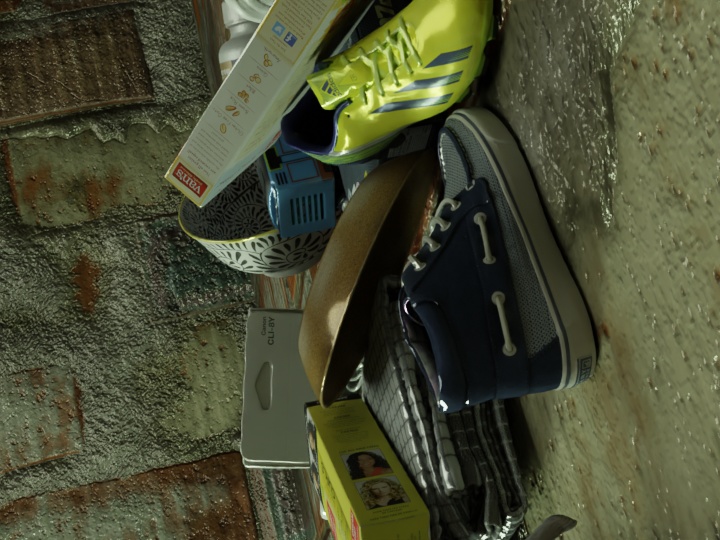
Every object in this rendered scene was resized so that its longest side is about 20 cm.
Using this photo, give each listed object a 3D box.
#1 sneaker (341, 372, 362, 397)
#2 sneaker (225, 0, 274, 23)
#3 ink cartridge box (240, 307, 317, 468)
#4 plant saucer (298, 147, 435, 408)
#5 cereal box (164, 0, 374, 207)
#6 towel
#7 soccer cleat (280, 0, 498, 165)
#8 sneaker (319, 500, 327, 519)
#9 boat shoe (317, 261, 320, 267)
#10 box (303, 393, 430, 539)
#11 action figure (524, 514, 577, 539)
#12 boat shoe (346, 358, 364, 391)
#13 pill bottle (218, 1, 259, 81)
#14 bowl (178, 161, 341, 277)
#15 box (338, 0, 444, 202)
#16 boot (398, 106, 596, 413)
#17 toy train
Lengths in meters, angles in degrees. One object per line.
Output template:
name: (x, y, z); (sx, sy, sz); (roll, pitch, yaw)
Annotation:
sneaker: (0.007, 0.144, 1.041); (0.099, 0.078, 0.200); (37, -172, -34)
sneaker: (-0.034, -0.244, 0.887); (0.076, 0.088, 0.200); (56, -153, 3)
ink cartridge box: (-0.072, 0.123, 1.093); (0.200, 0.082, 0.148); (108, 163, -80)
plant saucer: (0.000, 0.000, 0.797); (0.200, 0.035, 0.203); (23, -91, -81)
cereal box: (-0.045, -0.147, 0.740); (0.201, 0.039, 0.144); (-50, 2, 30)
towel: (0.061, 0.120, 0.798); (0.166, 0.084, 0.203); (101, 158, -61)
soccer cleat: (0.013, -0.122, 0.686); (0.200, 0.082, 0.066); (-39, 56, 55)
sneaker: (0.014, 0.166, 1.155); (0.079, 0.078, 0.203); (63, -146, -64)
boat shoe: (0.000, 0.049, 1.102); (0.202, 0.064, 0.073); (-111, 14, -45)
box: (0.002, 0.160, 0.778); (0.200, 0.049, 0.077); (-129, 33, -68)
action figure: (0.114, 0.264, 0.595); (0.202, 0.102, 0.196); (94, 172, -49)
boat shoe: (0.020, 0.075, 0.976); (0.075, 0.061, 0.202); (-50, 41, 32)
pill bottle: (-0.106, -0.218, 1.287); (0.111, 0.109, 0.204); (-151, 51, -77)
bowl: (-0.085, -0.056, 1.171); (0.202, 0.198, 0.095); (-117, 3, -56)
box: (0.011, -0.135, 0.885); (0.201, 0.050, 0.160); (106, 153, -66)
boot: (0.058, -0.015, 0.632); (0.073, 0.089, 0.202); (90, 165, -49)
toy train: (-0.052, -0.127, 1.066); (0.087, 0.112, 0.202); (93, 163, -51)
